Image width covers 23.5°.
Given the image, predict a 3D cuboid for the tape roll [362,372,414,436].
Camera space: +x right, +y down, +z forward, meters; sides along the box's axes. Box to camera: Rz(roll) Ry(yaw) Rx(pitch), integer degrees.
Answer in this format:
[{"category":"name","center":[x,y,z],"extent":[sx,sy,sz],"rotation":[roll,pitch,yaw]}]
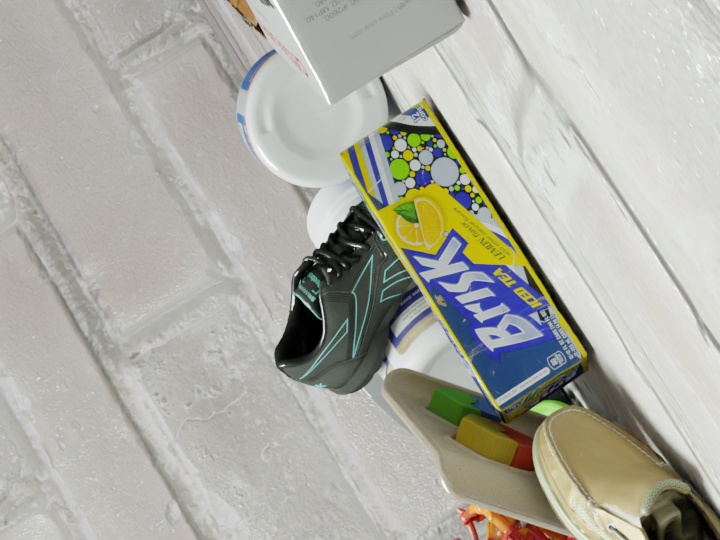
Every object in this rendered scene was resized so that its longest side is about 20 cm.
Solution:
[{"category":"tape roll","center":[0.049,0.062,1.533],"extent":[0.200,0.066,0.201],"rotation":[43,-162,-17]}]

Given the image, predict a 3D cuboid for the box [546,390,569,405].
[{"category":"box","center":[0.180,0.173,1.399],"extent":[0.201,0.036,0.144],"rotation":[58,177,-2]}]

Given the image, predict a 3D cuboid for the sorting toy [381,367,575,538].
[{"category":"sorting toy","center":[0.116,0.121,1.148],"extent":[0.183,0.037,0.200],"rotation":[20,-169,-14]}]

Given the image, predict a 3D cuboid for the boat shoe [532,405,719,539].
[{"category":"boat shoe","center":[0.171,0.140,0.988],"extent":[0.200,0.071,0.077],"rotation":[46,158,34]}]

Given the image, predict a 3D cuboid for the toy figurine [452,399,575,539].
[{"category":"toy figurine","center":[0.105,0.225,1.283],"extent":[0.149,0.183,0.202],"rotation":[23,134,42]}]

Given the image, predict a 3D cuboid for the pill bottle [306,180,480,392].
[{"category":"pill bottle","center":[0.039,0.012,1.374],"extent":[0.201,0.115,0.116],"rotation":[57,177,38]}]

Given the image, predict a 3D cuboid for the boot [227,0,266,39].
[{"category":"boot","center":[-0.118,-0.288,1.475],"extent":[0.156,0.073,0.200],"rotation":[59,-170,28]}]

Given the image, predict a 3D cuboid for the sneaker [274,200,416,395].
[{"category":"sneaker","center":[0.000,0.000,1.273],"extent":[0.079,0.202,0.075],"rotation":[11,-163,-40]}]

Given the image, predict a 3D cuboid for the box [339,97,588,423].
[{"category":"box","center":[0.067,-0.005,1.121],"extent":[0.201,0.070,0.064],"rotation":[58,-179,15]}]

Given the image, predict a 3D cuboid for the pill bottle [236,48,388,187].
[{"category":"pill bottle","center":[-0.043,-0.128,1.386],"extent":[0.113,0.112,0.200],"rotation":[59,178,-10]}]

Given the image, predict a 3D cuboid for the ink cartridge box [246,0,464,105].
[{"category":"ink cartridge box","center":[-0.043,-0.199,0.853],"extent":[0.201,0.085,0.148],"rotation":[61,176,-25]}]
